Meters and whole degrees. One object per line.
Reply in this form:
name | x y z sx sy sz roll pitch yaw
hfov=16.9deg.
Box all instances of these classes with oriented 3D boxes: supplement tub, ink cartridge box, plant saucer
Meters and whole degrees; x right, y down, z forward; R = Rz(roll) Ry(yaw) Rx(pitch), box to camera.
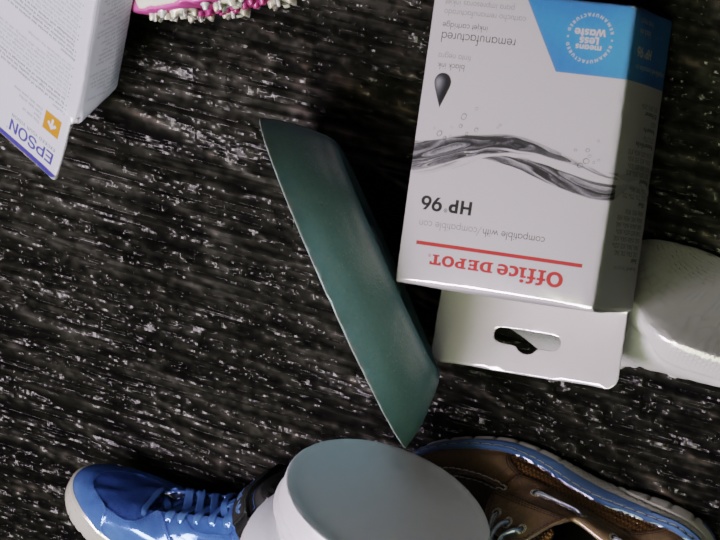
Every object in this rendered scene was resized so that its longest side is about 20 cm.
supplement tub | -0.014 0.214 1.404 0.145 0.145 0.200 27 119 12
ink cartridge box | -0.214 -0.185 1.402 0.199 0.041 0.200 40 138 20
ink cartridge box | 0.089 -0.043 1.285 0.116 0.068 0.201 8 92 24
plant saucer | 0.000 0.000 1.347 0.036 0.200 0.200 -24 104 2

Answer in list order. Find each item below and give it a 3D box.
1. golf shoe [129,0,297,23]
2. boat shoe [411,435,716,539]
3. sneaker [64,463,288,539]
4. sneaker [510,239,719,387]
golf shoe | -0.049 -0.192 1.339 0.200 0.075 0.092 -13 88 33
boat shoe | 0.106 0.153 1.423 0.199 0.072 0.072 12 120 22
sneaker | -0.084 0.152 1.516 0.200 0.077 0.111 29 130 6
sneaker | 0.147 0.030 1.352 0.200 0.075 0.089 22 136 22
